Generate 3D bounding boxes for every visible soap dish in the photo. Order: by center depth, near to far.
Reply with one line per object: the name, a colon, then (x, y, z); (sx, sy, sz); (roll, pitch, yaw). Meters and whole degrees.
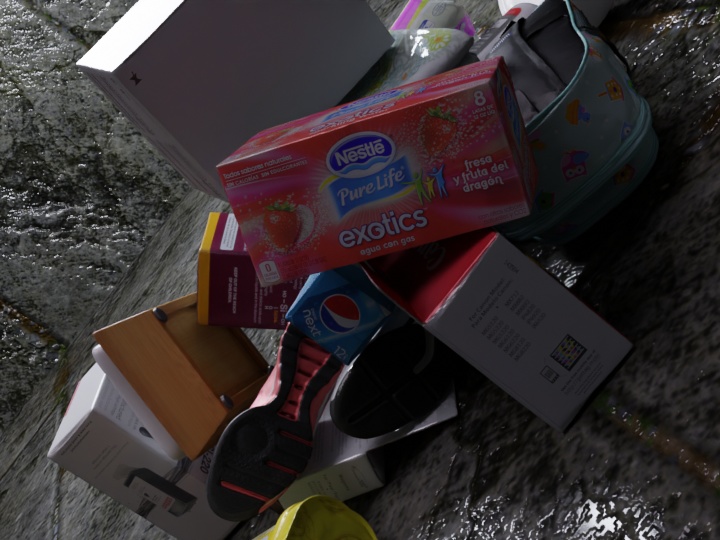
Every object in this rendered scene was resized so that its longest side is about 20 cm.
soap dish: (-0.173, 0.099, 1.167); (0.081, 0.158, 0.200); (-39, -3, 14)

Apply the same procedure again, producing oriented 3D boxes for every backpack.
backpack: (0.150, -0.111, 0.926); (0.176, 0.153, 0.200); (-40, 14, 17)

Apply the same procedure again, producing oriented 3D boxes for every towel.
towel: (-0.004, -0.128, 0.960); (0.200, 0.048, 0.171); (-48, 26, -9)

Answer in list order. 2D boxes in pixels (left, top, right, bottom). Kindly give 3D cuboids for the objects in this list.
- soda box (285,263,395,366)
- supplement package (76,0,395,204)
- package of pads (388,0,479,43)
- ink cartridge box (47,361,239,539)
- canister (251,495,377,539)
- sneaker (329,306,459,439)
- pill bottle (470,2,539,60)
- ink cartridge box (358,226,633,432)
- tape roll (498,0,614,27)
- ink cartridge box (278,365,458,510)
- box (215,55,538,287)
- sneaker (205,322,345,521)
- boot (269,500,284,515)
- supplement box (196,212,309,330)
soda box: (0.000, 0.000, 0.984); (0.064, 0.068, 0.200); (-51, 5, 23)
supplement package: (-0.103, -0.182, 0.947); (0.200, 0.156, 0.111); (-48, 29, -10)
package of pads: (0.076, -0.177, 1.195); (0.068, 0.200, 0.155); (24, 73, 34)
ink cartridge box: (-0.211, 0.186, 1.199); (0.085, 0.200, 0.146); (-45, 19, 20)
canister: (-0.084, 0.279, 0.883); (0.200, 0.086, 0.149); (-40, 21, 40)
sneaker: (0.033, 0.073, 0.991); (0.200, 0.076, 0.115); (-44, 12, -26)
pill bottle: (0.124, -0.155, 1.103); (0.200, 0.114, 0.114); (-45, 16, -10)
ink cartridge box: (0.080, 0.007, 0.840); (0.084, 0.175, 0.200); (-51, 18, 5)
tape roll: (0.215, -0.355, 1.221); (0.202, 0.070, 0.203); (-178, 90, -75)
ink cartridge box: (0.010, 0.122, 1.028); (0.173, 0.044, 0.200); (-22, 25, 11)
box: (0.016, -0.070, 0.793); (0.199, 0.095, 0.103); (-15, 16, 18)
sneaker: (-0.063, 0.133, 0.972); (0.200, 0.074, 0.087); (-60, -10, -27)
boot: (-0.085, 0.178, 1.119); (0.075, 0.074, 0.200); (-45, 14, 3)
supplement box: (-0.065, 0.002, 1.174); (0.110, 0.199, 0.086); (-92, 7, -66)
